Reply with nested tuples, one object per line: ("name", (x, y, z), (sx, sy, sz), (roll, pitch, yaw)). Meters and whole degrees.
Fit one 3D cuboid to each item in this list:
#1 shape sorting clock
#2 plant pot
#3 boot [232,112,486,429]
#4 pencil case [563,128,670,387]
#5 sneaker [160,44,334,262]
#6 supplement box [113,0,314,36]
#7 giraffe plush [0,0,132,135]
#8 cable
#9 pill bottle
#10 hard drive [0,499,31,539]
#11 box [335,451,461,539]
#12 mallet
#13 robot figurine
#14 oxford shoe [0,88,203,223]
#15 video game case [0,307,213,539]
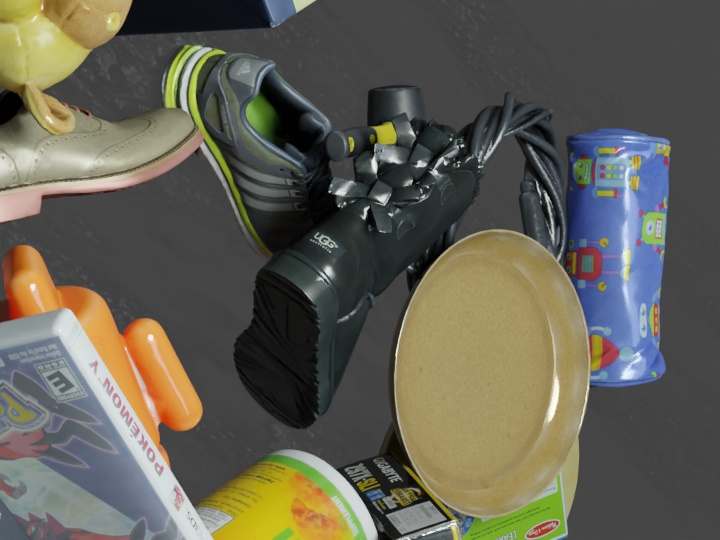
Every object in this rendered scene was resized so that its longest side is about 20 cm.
("shape sorting clock", (0.084, 0.152, 1.573), (0.200, 0.039, 0.200), (-5, 98, -39))
("plant pot", (0.086, 0.071, 1.517), (0.200, 0.027, 0.200), (-1, 91, -44))
("boot", (-0.001, 0.000, 1.387), (0.162, 0.073, 0.198), (-45, 163, -28))
("pencil case", (0.196, -0.008, 1.651), (0.087, 0.078, 0.200), (-3, 94, -43))
("sneaker", (-0.047, -0.064, 1.398), (0.200, 0.081, 0.074), (50, 59, -35))
("supplement box", (-0.073, -0.240, 1.276), (0.200, 0.200, 0.134), (-37, 118, -37))
("giraffe plush", (-0.192, -0.162, 1.187), (0.162, 0.200, 0.173), (54, 38, -43))
("cable", (0.102, -0.033, 1.574), (0.163, 0.051, 0.200), (53, 57, -34))
("pill bottle", (-0.090, 0.204, 1.349), (0.200, 0.111, 0.111), (-33, 115, -39))
("hard drive", (-0.227, 0.183, 1.199), (0.200, 0.135, 0.042), (64, 29, -29))
("box", (0.041, 0.238, 1.445), (0.049, 0.160, 0.200), (-15, 104, -13))
("mallet", (0.008, -0.077, 1.425), (0.200, 0.041, 0.066), (-47, 132, -71))
("robot figurine", (-0.181, 0.089, 1.250), (0.144, 0.117, 0.200), (-39, 118, -40))
("oxford shoe", (-0.175, -0.078, 1.278), (0.200, 0.070, 0.075), (-21, 102, -44))
("video game case", (-0.198, 0.113, 1.177), (0.182, 0.200, 0.023), (62, 30, -28))
